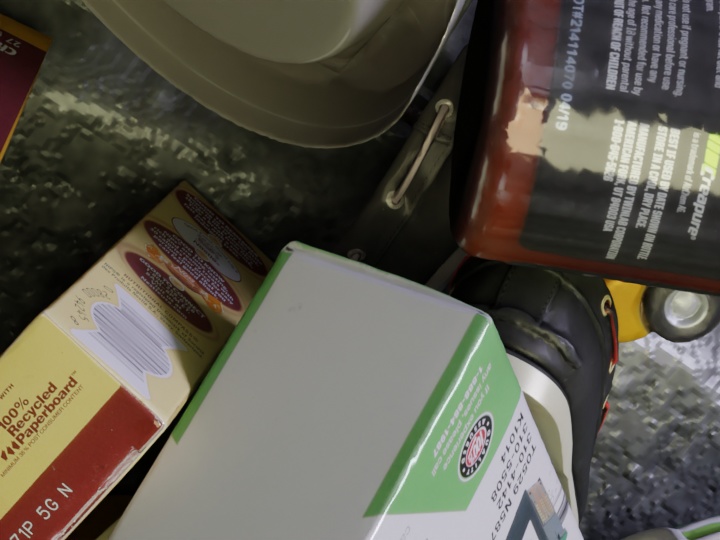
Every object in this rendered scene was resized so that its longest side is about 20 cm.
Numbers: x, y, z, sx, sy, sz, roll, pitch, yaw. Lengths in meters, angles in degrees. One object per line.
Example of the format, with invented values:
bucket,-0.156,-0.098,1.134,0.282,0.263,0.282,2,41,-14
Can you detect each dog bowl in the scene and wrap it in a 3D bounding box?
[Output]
dog bowl,-0.040,-0.134,0.790,0.059,0.200,0.201,-44,118,-26

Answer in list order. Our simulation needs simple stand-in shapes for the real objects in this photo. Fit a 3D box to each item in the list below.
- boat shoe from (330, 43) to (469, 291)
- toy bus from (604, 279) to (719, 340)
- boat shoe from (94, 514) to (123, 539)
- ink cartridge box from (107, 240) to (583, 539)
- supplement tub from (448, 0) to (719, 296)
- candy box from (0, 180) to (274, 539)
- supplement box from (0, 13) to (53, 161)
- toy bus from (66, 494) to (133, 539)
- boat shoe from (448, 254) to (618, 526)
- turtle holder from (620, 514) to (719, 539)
boat shoe,0.000,0.000,0.921,0.057,0.067,0.200,44,111,0
toy bus,0.167,-0.045,0.905,0.199,0.065,0.079,-20,116,4
boat shoe,-0.075,0.129,0.881,0.199,0.068,0.075,-33,155,-16
ink cartridge box,0.001,0.111,0.831,0.084,0.147,0.200,18,156,28
supplement tub,0.132,-0.041,0.806,0.199,0.107,0.108,9,115,-4
candy box,-0.098,0.045,0.853,0.055,0.200,0.115,43,106,-3
supplement box,-0.211,0.009,0.821,0.132,0.197,0.201,25,111,-9
toy bus,-0.118,0.131,0.969,0.199,0.065,0.079,1,116,-7
boat shoe,0.056,0.053,0.913,0.073,0.063,0.202,23,155,11
turtle holder,0.155,0.159,0.949,0.131,0.185,0.141,31,85,-17
